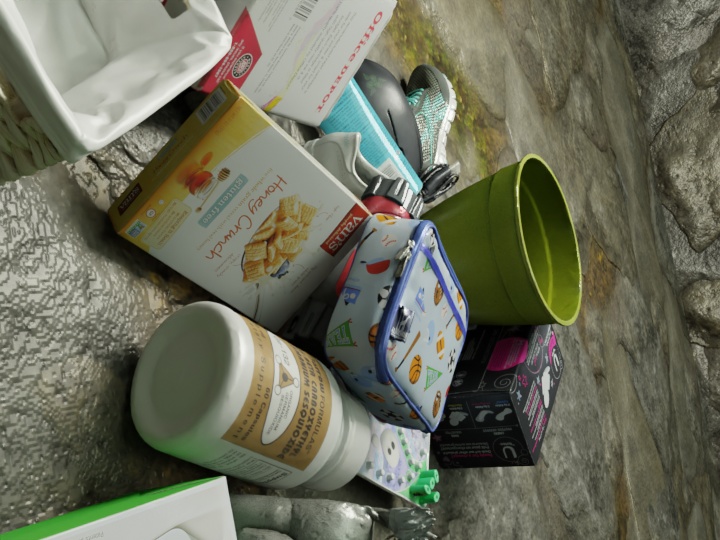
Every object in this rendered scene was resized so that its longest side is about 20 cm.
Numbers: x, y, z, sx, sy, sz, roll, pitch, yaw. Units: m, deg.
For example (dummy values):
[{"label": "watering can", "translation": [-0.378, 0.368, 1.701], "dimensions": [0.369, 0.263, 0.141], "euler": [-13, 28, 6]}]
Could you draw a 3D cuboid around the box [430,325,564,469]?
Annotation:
[{"label": "box", "translation": [0.169, 0.142, 1.068], "dimensions": [0.117, 0.130, 0.201], "euler": [66, 32, -22]}]

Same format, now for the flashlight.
[{"label": "flashlight", "translation": [0.000, 0.000, 0.817], "dimensions": [0.068, 0.067, 0.202], "euler": [45, 53, -29]}]

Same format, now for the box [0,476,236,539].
[{"label": "box", "translation": [-0.164, 0.242, 0.518], "dimensions": [0.199, 0.095, 0.181], "euler": [1, 75, -59]}]

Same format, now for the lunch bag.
[{"label": "lunch bag", "translation": [0.042, 0.047, 0.778], "dimensions": [0.163, 0.074, 0.201], "euler": [-67, 152, -24]}]

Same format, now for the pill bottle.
[{"label": "pill bottle", "translation": [-0.079, 0.114, 0.686], "dimensions": [0.199, 0.112, 0.117], "euler": [37, 49, -47]}]

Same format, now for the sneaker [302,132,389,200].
[{"label": "sneaker", "translation": [0.011, -0.061, 0.928], "dimensions": [0.202, 0.087, 0.076], "euler": [59, 34, -28]}]

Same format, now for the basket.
[{"label": "basket", "translation": [-0.203, -0.162, 0.579], "dimensions": [0.137, 0.121, 0.201], "euler": [62, 33, -22]}]

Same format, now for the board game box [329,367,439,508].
[{"label": "board game box", "translation": [0.032, 0.123, 0.883], "dimensions": [0.200, 0.025, 0.204], "euler": [40, 46, -45]}]

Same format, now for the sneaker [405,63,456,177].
[{"label": "sneaker", "translation": [0.073, -0.201, 1.102], "dimensions": [0.091, 0.076, 0.204], "euler": [36, 48, -42]}]

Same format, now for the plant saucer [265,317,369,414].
[{"label": "plant saucer", "translation": [-0.023, 0.079, 0.869], "dimensions": [0.199, 0.036, 0.205], "euler": [30, 54, -50]}]

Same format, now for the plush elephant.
[{"label": "plush elephant", "translation": [-0.034, 0.261, 0.642], "dimensions": [0.164, 0.196, 0.158], "euler": [39, 51, -55]}]

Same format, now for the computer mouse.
[{"label": "computer mouse", "translation": [0.037, -0.160, 0.999], "dimensions": [0.137, 0.052, 0.203], "euler": [-33, 104, -21]}]

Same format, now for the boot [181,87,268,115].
[{"label": "boot", "translation": [-0.085, -0.107, 0.812], "dimensions": [0.199, 0.067, 0.134], "euler": [13, 63, -57]}]

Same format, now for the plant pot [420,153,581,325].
[{"label": "plant pot", "translation": [0.147, -0.017, 1.033], "dimensions": [0.199, 0.190, 0.205], "euler": [28, 56, -50]}]

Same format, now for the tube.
[{"label": "tube", "translation": [-0.006, -0.158, 0.936], "dimensions": [0.077, 0.050, 0.201], "euler": [-45, 109, -21]}]

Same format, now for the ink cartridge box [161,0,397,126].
[{"label": "ink cartridge box", "translation": [-0.072, -0.222, 0.746], "dimensions": [0.085, 0.149, 0.199], "euler": [42, 17, 18]}]

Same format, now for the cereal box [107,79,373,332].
[{"label": "cereal box", "translation": [-0.091, -0.045, 0.710], "dimensions": [0.199, 0.144, 0.040], "euler": [37, 9, -45]}]
